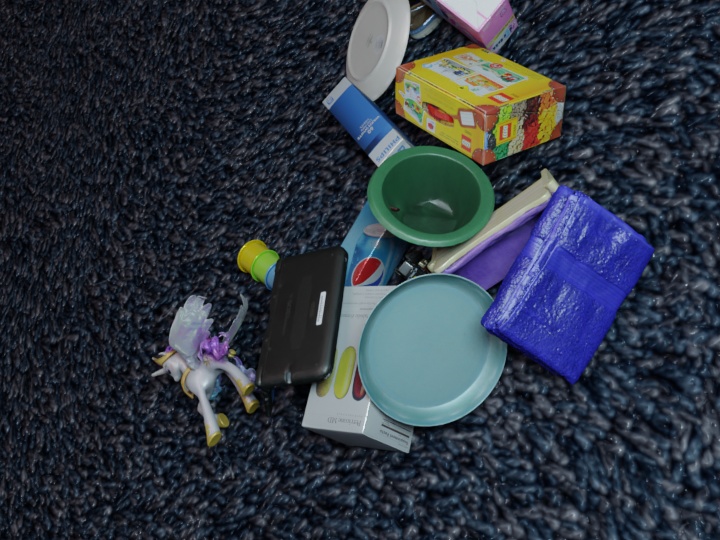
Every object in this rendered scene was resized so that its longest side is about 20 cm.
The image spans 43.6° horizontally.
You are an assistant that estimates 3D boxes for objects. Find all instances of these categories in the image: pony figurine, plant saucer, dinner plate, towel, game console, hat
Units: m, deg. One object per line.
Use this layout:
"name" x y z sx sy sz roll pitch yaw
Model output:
"pony figurine" -0.237 0.145 1.424 0.200 0.166 0.194 43 105 28
"plant saucer" 0.090 0.099 1.145 0.201 0.199 0.027 -54 19 3
"dinner plate" 0.021 -0.380 1.503 0.200 0.024 0.202 -22 64 56
"towel" 0.251 0.018 1.079 0.201 0.147 0.050 -59 8 0
"game console" -0.078 0.089 1.273 0.175 0.116 0.202 -12 56 29
"hat" 0.090 -0.057 1.241 0.165 0.177 0.200 30 55 15

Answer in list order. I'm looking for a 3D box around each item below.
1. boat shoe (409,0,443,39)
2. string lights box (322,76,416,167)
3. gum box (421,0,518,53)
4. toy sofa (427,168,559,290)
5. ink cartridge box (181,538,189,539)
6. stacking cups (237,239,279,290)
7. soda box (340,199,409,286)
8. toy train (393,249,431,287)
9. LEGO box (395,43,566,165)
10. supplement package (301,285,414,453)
"boat shoe" 0.137 -0.475 1.475 0.200 0.072 0.072 -51 46 7
"string lights box" 0.029 -0.211 1.404 0.059 0.103 0.200 -45 46 10
"gum box" 0.138 -0.424 1.367 0.200 0.113 0.066 43 98 18
"toy sofa" 0.189 -0.034 1.169 0.199 0.083 0.098 -36 15 19
"ink cartridge box" -0.322 0.493 1.371 0.199 0.039 0.100 -33 51 23
"stacking cups" -0.118 0.014 1.446 0.199 0.060 0.061 31 88 41
"soda box" 0.000 0.000 1.345 0.068 0.064 0.201 28 88 44
"toy train" 0.078 -0.002 1.224 0.046 0.200 0.034 40 98 4
"LEGO box" 0.166 -0.240 1.271 0.148 0.078 0.200 -22 40 -26
"supplement package" 0.015 0.134 1.230 0.113 0.109 0.202 -3 66 39
